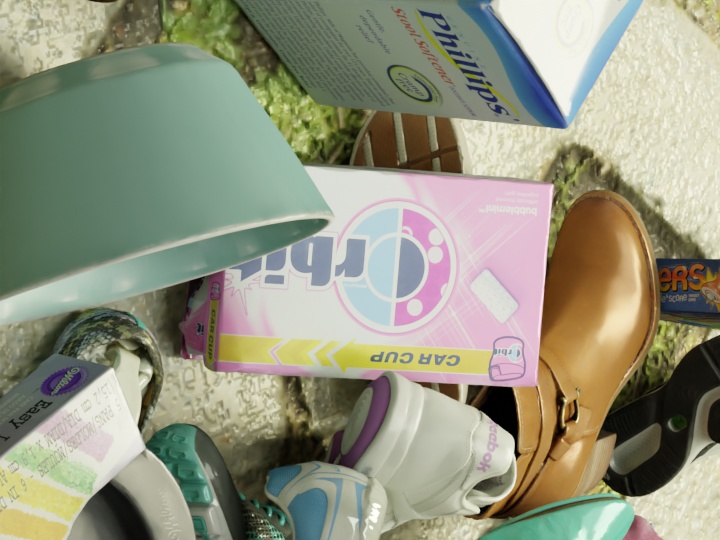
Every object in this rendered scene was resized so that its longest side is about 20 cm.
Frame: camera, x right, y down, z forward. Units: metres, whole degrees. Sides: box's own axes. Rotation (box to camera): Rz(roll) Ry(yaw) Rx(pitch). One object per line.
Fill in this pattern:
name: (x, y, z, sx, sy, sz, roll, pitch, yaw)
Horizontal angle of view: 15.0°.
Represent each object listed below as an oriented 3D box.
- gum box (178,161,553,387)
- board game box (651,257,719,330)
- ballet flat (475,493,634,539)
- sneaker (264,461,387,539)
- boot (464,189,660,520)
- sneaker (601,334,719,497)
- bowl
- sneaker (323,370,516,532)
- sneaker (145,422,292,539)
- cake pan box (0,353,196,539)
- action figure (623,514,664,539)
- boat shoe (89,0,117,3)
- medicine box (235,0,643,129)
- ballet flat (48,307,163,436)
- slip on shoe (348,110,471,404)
gum box: (0.000, 0.000, 1.506, 0.199, 0.066, 0.114, 4, 94, -19)
board game box: (0.258, 0.020, 1.762, 0.199, 0.135, 0.035, 10, 84, -46)
ballet flat: (0.075, 0.188, 1.598, 0.199, 0.071, 0.068, -13, 141, -12)
sneaker: (-0.035, 0.193, 1.461, 0.072, 0.072, 0.201, -63, 165, -69)
boot: (0.109, 0.053, 1.647, 0.155, 0.076, 0.201, -6, 112, -60)
sneaker: (0.242, 0.068, 1.734, 0.115, 0.200, 0.076, -31, 90, -50)
bowl: (-0.122, -0.046, 1.358, 0.200, 0.200, 0.106, -13, 85, -43)
sneaker: (0.028, 0.120, 1.517, 0.099, 0.200, 0.075, 17, 70, -6)
sneaker: (-0.067, 0.154, 1.511, 0.091, 0.077, 0.201, -45, 134, -35)
cake pan box: (-0.164, 0.167, 1.328, 0.200, 0.052, 0.185, -40, 125, -35)
action figure: (0.141, 0.242, 1.670, 0.149, 0.133, 0.201, 73, 7, -48)
boat shoe: (-0.169, -0.219, 1.352, 0.200, 0.072, 0.072, 50, 63, -30)
medicine box: (0.061, -0.184, 1.491, 0.103, 0.199, 0.183, 49, 63, -37)
ballet flat: (-0.154, 0.113, 1.413, 0.072, 0.072, 0.201, 31, 75, -43)
slip on shoe: (0.033, -0.006, 1.594, 0.061, 0.075, 0.202, -36, 120, -82)
